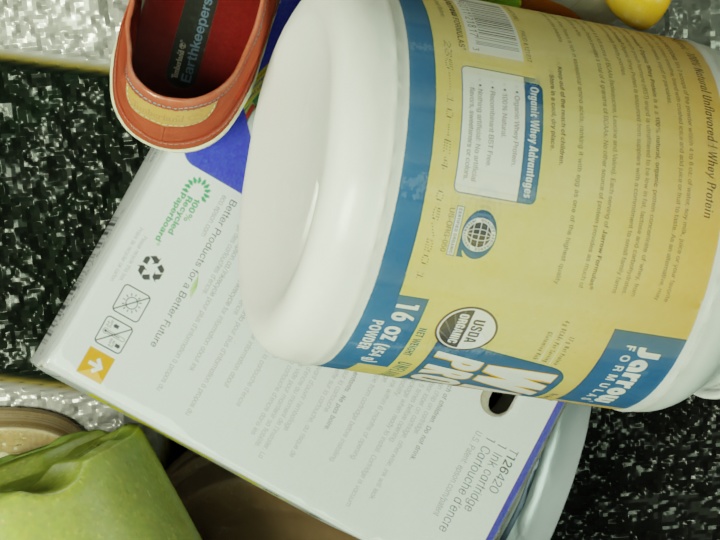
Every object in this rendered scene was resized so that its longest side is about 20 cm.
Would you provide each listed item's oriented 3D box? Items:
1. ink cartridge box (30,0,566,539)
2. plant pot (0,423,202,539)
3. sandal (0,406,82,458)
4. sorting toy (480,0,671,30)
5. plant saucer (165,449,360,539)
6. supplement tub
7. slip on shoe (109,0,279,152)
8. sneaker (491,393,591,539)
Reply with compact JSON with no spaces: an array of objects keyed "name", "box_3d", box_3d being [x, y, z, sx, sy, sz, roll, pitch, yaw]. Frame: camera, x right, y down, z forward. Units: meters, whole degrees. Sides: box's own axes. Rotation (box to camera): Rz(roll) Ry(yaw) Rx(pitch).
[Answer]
[{"name":"ink cartridge box","box_3d":[0.000,0.000,0.956,0.200,0.047,0.198,31,83,-17]},{"name":"plant pot","box_3d":[-0.119,0.169,0.946,0.200,0.200,0.184,-21,95,5]},{"name":"sandal","box_3d":[-0.223,0.105,1.009,0.211,0.070,0.078,-7,114,-1]},{"name":"sorting toy","box_3d":[0.039,-0.176,0.859,0.180,0.107,0.200,6,115,-30]},{"name":"plant saucer","box_3d":[-0.021,0.163,1.022,0.200,0.029,0.200,9,111,23]},{"name":"supplement tub","box_3d":[0.066,-0.024,0.878,0.200,0.145,0.145,9,113,-16]},{"name":"slip on shoe","box_3d":[-0.051,-0.144,0.891,0.074,0.061,0.200,15,85,-4]},{"name":"sneaker","box_3d":[0.034,0.114,1.029,0.071,0.073,0.200,22,110,-16]}]
